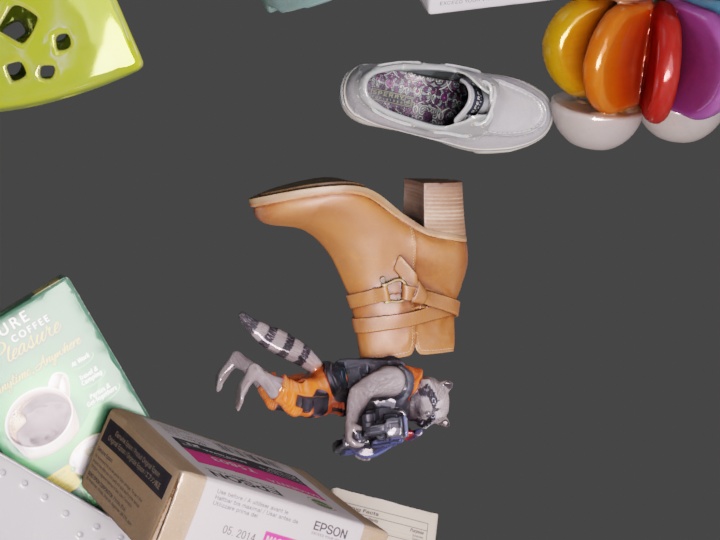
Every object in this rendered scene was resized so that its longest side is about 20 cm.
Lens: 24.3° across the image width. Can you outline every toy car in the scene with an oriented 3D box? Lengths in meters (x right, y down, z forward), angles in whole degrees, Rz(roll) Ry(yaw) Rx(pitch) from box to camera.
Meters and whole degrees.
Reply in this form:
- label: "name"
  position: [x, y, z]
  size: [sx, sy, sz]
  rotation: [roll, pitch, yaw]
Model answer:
- label: "toy car"
  position: [0.264, -0.186, 1.440]
  size: [0.198, 0.150, 0.177]
  rotation: [-6, 114, -22]

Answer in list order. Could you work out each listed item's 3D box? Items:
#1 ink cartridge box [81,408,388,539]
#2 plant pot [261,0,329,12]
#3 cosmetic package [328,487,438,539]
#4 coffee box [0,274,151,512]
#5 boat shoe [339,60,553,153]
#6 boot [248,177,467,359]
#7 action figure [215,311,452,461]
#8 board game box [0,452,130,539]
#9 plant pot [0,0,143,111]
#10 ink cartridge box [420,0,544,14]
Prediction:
- label: "ink cartridge box"
  position: [-0.101, 0.191, 1.334]
  size: [0.199, 0.164, 0.076]
  rotation: [23, 91, -31]
- label: "plant pot"
  position: [-0.045, -0.327, 1.354]
  size: [0.199, 0.200, 0.198]
  rotation: [-26, 109, -13]
- label: "cosmetic package"
  position: [-0.002, 0.298, 1.415]
  size: [0.102, 0.073, 0.202]
  rotation: [17, 63, -17]
- label: "coffee box"
  position: [-0.246, 0.118, 1.389]
  size: [0.122, 0.044, 0.201]
  rotation: [-33, 102, -11]
- label: "boat shoe"
  position: [0.082, -0.142, 1.451]
  size: [0.198, 0.071, 0.071]
  rotation: [6, 91, -18]
- label: "boot"
  position: [0.000, 0.000, 1.439]
  size: [0.197, 0.074, 0.157]
  rotation: [0, 97, -13]
- label: "action figure"
  position: [-0.011, 0.097, 1.384]
  size: [0.191, 0.200, 0.106]
  rotation: [9, 78, -14]
- label: "board game box"
  position: [-0.316, 0.244, 1.359]
  size: [0.199, 0.026, 0.201]
  rotation: [31, 97, -9]
- label: "plant pot"
  position: [-0.289, -0.210, 1.284]
  size: [0.180, 0.200, 0.201]
  rotation: [-26, 100, -5]
- label: "ink cartridge box"
  position: [0.151, -0.321, 1.423]
  size: [0.194, 0.044, 0.202]
  rotation: [-9, 133, -14]
